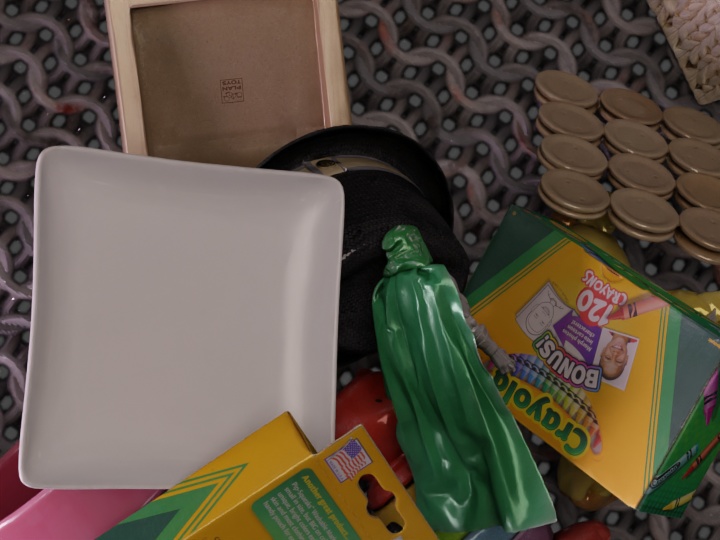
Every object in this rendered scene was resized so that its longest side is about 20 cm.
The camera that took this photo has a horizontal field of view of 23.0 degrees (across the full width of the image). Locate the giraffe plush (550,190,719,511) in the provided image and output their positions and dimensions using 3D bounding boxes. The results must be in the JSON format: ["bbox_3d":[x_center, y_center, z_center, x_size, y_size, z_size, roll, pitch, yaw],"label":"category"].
[{"bbox_3d":[0.169,0.042,1.244,0.172,0.200,0.162,-25,56,-32],"label":"giraffe plush"}]

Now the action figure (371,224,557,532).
[{"bbox_3d":[0.055,0.066,1.121,0.055,0.118,0.200,-27,101,-49],"label":"action figure"}]

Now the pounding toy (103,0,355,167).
[{"bbox_3d":[-0.085,-0.153,1.260,0.184,0.142,0.200,-8,98,-8],"label":"pounding toy"}]

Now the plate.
[{"bbox_3d":[-0.108,0.033,1.067,0.199,0.032,0.200,5,85,-26],"label":"plate"}]

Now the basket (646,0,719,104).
[{"bbox_3d":[0.328,-0.217,1.314,0.200,0.136,0.124,-21,85,-10],"label":"basket"}]

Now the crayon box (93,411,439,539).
[{"bbox_3d":[-0.064,0.173,1.057,0.200,0.052,0.126,-33,126,-2],"label":"crayon box"}]

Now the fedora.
[{"bbox_3d":[0.000,0.000,1.180,0.200,0.092,0.201,-16,119,-30],"label":"fedora"}]

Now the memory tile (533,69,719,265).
[{"bbox_3d":[0.198,-0.077,1.266,0.153,0.200,0.017,15,123,-5],"label":"memory tile"}]

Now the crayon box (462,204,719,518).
[{"bbox_3d":[0.150,0.056,1.137,0.200,0.058,0.119,36,103,41],"label":"crayon box"}]

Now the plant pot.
[{"bbox_3d":[-0.143,0.176,1.165,0.200,0.200,0.179,-44,103,-12],"label":"plant pot"}]

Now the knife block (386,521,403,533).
[{"bbox_3d":[-0.013,0.256,1.173,0.064,0.200,0.176,37,63,1],"label":"knife block"}]

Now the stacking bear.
[{"bbox_3d":[0.054,0.154,1.221,0.200,0.114,0.121,49,49,1],"label":"stacking bear"}]
